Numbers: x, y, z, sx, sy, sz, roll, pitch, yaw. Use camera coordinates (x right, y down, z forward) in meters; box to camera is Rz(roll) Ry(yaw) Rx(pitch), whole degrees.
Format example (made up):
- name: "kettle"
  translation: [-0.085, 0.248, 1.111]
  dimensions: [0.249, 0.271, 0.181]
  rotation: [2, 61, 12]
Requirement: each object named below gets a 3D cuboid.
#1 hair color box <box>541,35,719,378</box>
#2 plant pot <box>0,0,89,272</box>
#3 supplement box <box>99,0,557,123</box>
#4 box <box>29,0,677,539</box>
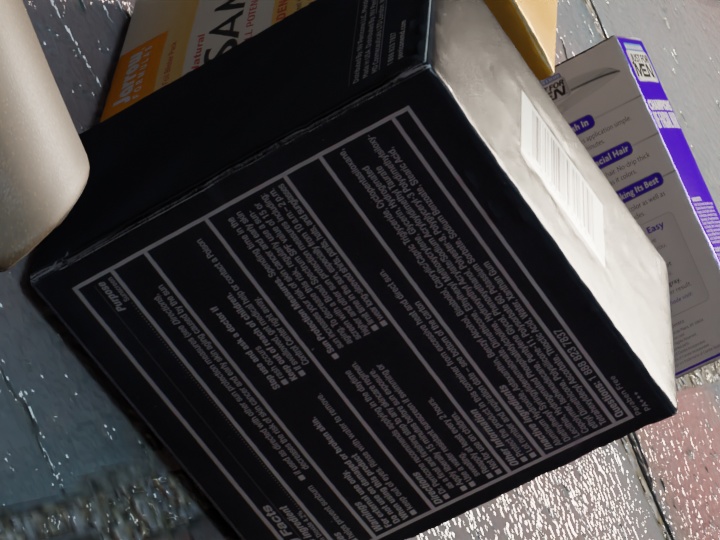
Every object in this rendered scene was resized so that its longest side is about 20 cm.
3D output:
- name: "hair color box"
  translation: [0.156, -0.029, 1.750]
  dimensions: [0.201, 0.109, 0.065]
  rotation: [66, 21, 5]
- name: "plant pot"
  translation: [-0.193, -0.082, 0.910]
  dimensions: [0.199, 0.199, 0.201]
  rotation: [64, 20, -19]
- name: "supplement box"
  translation: [-0.012, -0.107, 1.322]
  dimensions: [0.074, 0.199, 0.126]
  rotation: [56, 21, -26]
- name: "box"
  translation: [0.000, 0.000, 1.231]
  dimensions: [0.200, 0.198, 0.124]
  rotation: [53, 21, -26]
